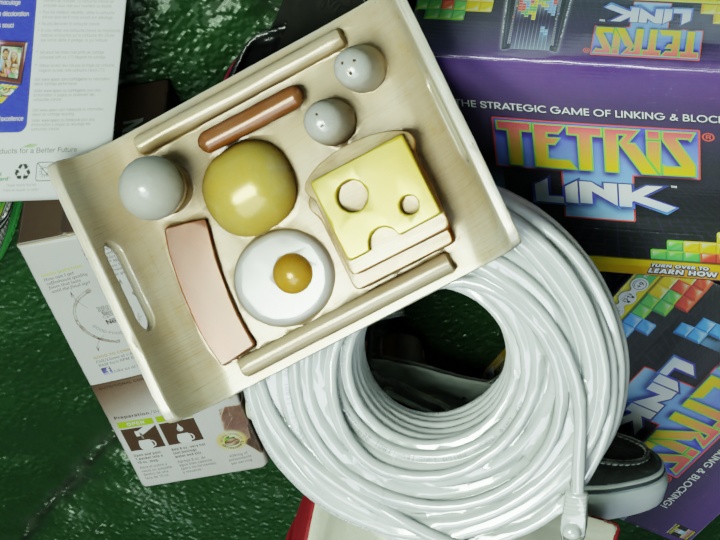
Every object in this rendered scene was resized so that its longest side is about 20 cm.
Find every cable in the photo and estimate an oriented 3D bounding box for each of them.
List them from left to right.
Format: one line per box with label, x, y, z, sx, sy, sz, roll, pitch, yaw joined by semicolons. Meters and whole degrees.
cable;0.040;0.046;1.272;0.199;0.069;0.201;16;109;3

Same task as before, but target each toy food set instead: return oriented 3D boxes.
toy food set;-0.037;-0.033;1.201;0.200;0.060;0.144;-27;86;12

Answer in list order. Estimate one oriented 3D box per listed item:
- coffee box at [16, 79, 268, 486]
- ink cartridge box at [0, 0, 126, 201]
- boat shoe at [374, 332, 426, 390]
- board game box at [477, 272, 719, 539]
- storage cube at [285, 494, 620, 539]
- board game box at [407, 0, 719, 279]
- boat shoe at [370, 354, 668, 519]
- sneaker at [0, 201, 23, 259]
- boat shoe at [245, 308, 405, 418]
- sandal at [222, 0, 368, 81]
coffee box;-0.113;0.009;1.362;0.080;0.113;0.200;-11;134;12
ink cartridge box;-0.164;-0.133;1.219;0.094;0.037;0.201;-3;111;-34
boat shoe;0.000;0.116;1.492;0.072;0.076;0.200;7;133;-2
board game box;0.180;0.063;1.447;0.165;0.057;0.200;23;131;-18
storage cube;0.030;0.222;1.391;0.199;0.171;0.180;15;158;-2
board game box;0.132;-0.069;1.273;0.199;0.057;0.166;4;143;12
boat shoe;0.083;0.091;1.393;0.199;0.072;0.071;9;111;-10
sneaker;-0.221;-0.056;1.320;0.078;0.085;0.200;8;135;-5
boat shoe;0.000;0.000;1.338;0.067;0.072;0.201;23;104;18
sandal;-0.048;-0.089;1.289;0.045;0.075;0.200;-12;139;-39
